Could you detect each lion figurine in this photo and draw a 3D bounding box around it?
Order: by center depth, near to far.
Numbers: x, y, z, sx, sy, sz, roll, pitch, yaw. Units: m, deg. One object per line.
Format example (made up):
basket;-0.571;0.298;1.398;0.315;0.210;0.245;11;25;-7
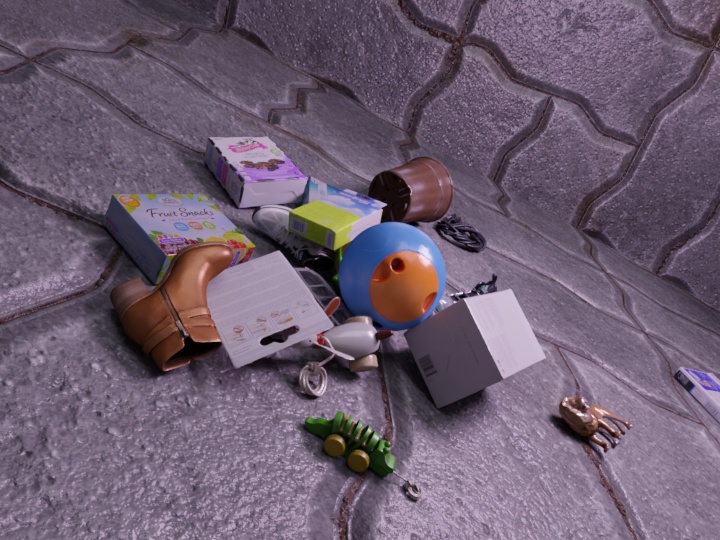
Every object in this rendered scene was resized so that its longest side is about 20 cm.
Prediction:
lion figurine;0.499;0.320;1.266;0.122;0.073;0.200;38;10;33

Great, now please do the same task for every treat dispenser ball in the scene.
treat dispenser ball;0.059;0.011;1.102;0.200;0.202;0.201;25;25;-13

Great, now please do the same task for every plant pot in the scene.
plant pot;0.138;-0.223;1.725;0.200;0.201;0.198;41;34;21

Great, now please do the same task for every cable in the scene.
cable;0.324;-0.115;1.898;0.163;0.051;0.200;44;24;14

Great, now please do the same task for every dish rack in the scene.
dish rack;-0.120;0.062;1.056;0.199;0.044;0.172;3;38;-47

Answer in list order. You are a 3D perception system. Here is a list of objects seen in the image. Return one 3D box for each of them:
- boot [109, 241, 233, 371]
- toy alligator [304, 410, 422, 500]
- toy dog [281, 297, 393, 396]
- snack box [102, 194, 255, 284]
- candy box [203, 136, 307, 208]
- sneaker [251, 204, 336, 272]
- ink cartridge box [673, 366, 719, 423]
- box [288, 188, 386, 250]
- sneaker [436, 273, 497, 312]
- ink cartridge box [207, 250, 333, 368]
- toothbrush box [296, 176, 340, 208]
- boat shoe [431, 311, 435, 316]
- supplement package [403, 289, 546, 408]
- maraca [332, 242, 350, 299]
boot;-0.239;0.046;0.849;0.199;0.077;0.155;-26;54;-34
toy alligator;0.015;0.252;0.840;0.199;0.054;0.059;32;25;1
toy dog;-0.023;0.110;0.956;0.199;0.096;0.133;-15;80;-55
snack box;-0.314;-0.062;1.038;0.169;0.068;0.199;43;26;23
candy box;-0.249;-0.236;1.391;0.167;0.072;0.200;-11;46;-37
sneaker;-0.134;-0.065;1.237;0.199;0.076;0.116;25;23;-18
ink cartridge box;1.096;0.390;1.823;0.199;0.044;0.199;12;31;-31
box;-0.045;-0.113;1.247;0.121;0.048;0.200;24;32;25
sneaker;0.251;0.058;1.328;0.199;0.140;0.078;24;24;-46
ink cartridge box;-0.154;0.064;0.915;0.161;0.050;0.200;-21;49;-22
toothbrush box;-0.075;-0.126;1.409;0.146;0.086;0.200;23;27;-15
boat shoe;0.133;0.099;1.277;0.067;0.057;0.201;58;7;-42
supplement package;0.216;0.142;1.110;0.199;0.150;0.153;-5;66;-52
maraca;0.000;0.000;1.241;0.137;0.107;0.201;38;41;-21
